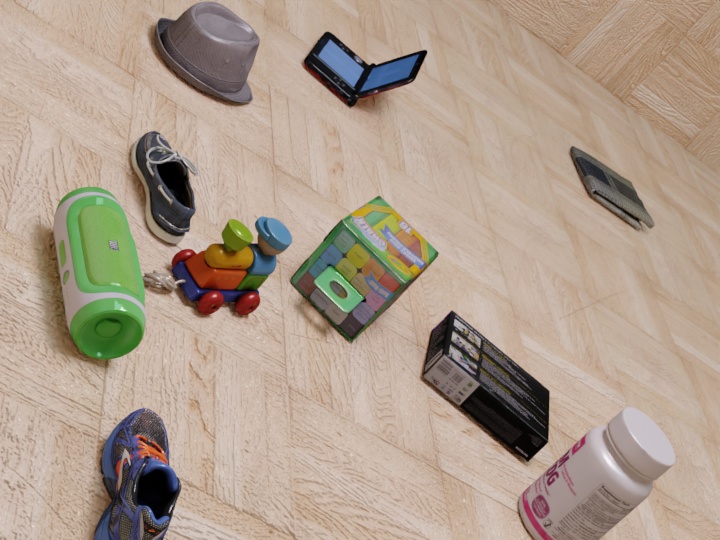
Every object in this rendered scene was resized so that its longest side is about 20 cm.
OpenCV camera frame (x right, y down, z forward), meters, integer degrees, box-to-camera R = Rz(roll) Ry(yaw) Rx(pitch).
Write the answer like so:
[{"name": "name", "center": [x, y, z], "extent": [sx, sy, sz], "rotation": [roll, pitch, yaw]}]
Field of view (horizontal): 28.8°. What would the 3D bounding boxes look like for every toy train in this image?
[{"name": "toy train", "center": [-0.174, -0.014, 1.680], "extent": [0.199, 0.116, 0.085], "rotation": [3, 45, -55]}]

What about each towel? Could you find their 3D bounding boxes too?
[{"name": "towel", "center": [0.560, -0.181, 3.148], "extent": [0.199, 0.035, 0.193], "rotation": [28, 26, -26]}]

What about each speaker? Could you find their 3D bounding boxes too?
[{"name": "speaker", "center": [-0.285, 0.000, 1.530], "extent": [0.088, 0.089, 0.201], "rotation": [23, 32, -36]}]

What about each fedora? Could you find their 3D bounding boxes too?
[{"name": "fedora", "center": [-0.220, -0.347, 2.158], "extent": [0.199, 0.090, 0.178], "rotation": [10, 41, -50]}]

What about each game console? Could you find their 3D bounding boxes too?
[{"name": "game console", "center": [0.011, -0.385, 2.530], "extent": [0.172, 0.119, 0.200], "rotation": [40, 25, -8]}]

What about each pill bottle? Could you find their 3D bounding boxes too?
[{"name": "pill bottle", "center": [0.312, 0.279, 1.850], "extent": [0.113, 0.200, 0.114], "rotation": [34, 26, -19]}]

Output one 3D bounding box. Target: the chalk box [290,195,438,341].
[{"name": "chalk box", "center": [0.000, 0.000, 1.909], "extent": [0.124, 0.124, 0.200], "rotation": [44, 25, 3]}]

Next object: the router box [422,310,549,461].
[{"name": "router box", "center": [0.185, 0.163, 2.015], "extent": [0.200, 0.051, 0.149], "rotation": [40, 23, -9]}]

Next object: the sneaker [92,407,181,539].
[{"name": "sneaker", "center": [-0.203, 0.203, 1.345], "extent": [0.075, 0.078, 0.201], "rotation": [31, 28, -26]}]

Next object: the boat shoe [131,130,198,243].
[{"name": "boat shoe", "center": [-0.248, -0.120, 1.799], "extent": [0.074, 0.062, 0.201], "rotation": [25, 30, -30]}]
